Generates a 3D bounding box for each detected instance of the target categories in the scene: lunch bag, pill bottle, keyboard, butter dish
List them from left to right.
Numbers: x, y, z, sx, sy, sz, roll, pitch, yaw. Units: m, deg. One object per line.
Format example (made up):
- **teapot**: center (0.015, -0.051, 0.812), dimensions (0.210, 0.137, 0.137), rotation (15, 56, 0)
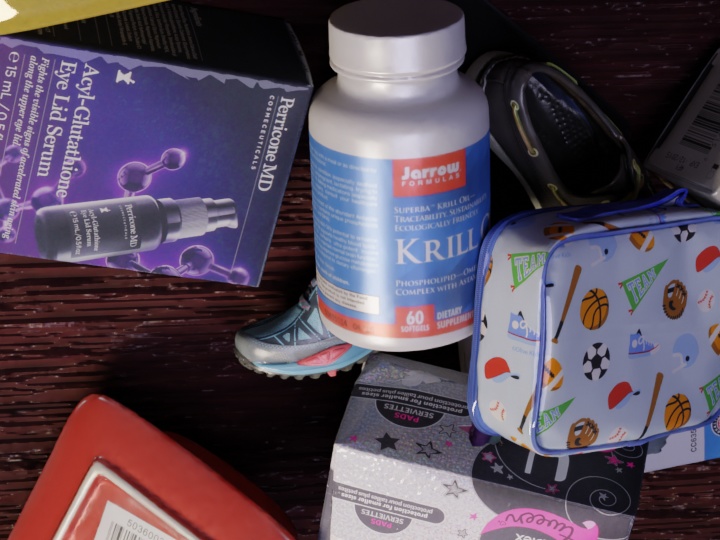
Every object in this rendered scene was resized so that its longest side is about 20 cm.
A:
- **butter dish**: center (-0.126, 0.199, 1.483), dimensions (0.200, 0.148, 0.200), rotation (35, 113, 16)
- **pill bottle**: center (0.024, -0.061, 1.310), dimensions (0.112, 0.112, 0.200), rotation (-7, 115, -8)
- **keyboard**: center (0.085, -0.095, 1.399), dimensions (0.200, 0.021, 0.127), rotation (36, 80, -27)
- **lunch bag**: center (0.159, 0.028, 1.346), dimensions (0.200, 0.076, 0.161), rotation (-8, 106, -40)

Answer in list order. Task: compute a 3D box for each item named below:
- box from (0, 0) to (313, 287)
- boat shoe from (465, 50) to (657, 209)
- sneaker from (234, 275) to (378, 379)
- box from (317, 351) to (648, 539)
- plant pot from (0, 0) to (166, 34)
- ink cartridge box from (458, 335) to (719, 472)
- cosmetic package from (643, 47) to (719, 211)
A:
- **box**: center (-0.145, -0.087, 1.323), dimensions (0.200, 0.104, 0.148), rotation (7, 118, -16)
- **boat shoe**: center (0.146, -0.063, 1.391), dimensions (0.201, 0.061, 0.072), rotation (43, 76, -27)
- **sneaker**: center (0.000, 0.000, 1.435), dimensions (0.200, 0.079, 0.096), rotation (-24, 113, -7)
- **box**: center (0.080, 0.153, 1.418), dimensions (0.200, 0.115, 0.132), rotation (13, 125, 5)
- **plant pot**: center (-0.221, -0.239, 1.171), dimensions (0.200, 0.196, 0.194), rotation (-19, 123, 7)
- **ink cartridge box**: center (0.176, 0.066, 1.497), dimensions (0.200, 0.086, 0.147), rotation (-12, 122, -6)
- **cosmetic package**: center (0.300, -0.052, 1.432), dimensions (0.200, 0.087, 0.103), rotation (35, 88, -31)
